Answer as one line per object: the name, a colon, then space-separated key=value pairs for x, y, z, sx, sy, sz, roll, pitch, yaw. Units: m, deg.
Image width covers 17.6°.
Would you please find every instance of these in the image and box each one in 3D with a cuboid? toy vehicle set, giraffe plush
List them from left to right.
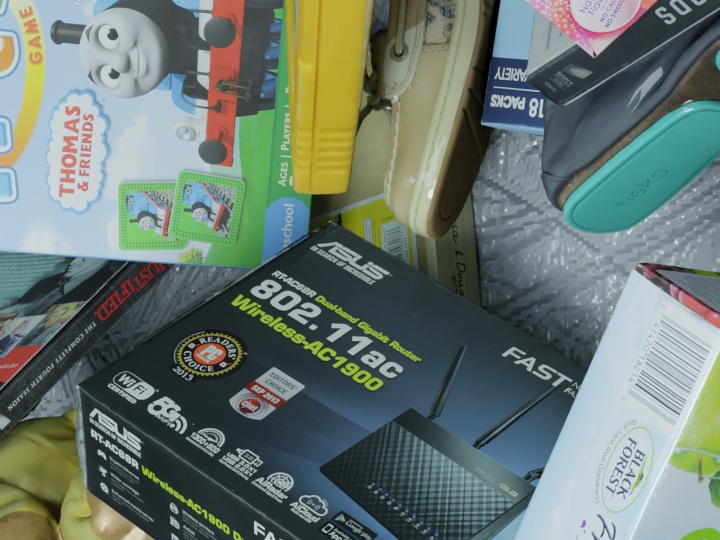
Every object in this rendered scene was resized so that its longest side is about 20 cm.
giraffe plush: x=-0.109 y=0.144 z=1.074 sx=0.200 sy=0.173 sz=0.162 roll=-14 pitch=114 yaw=35
toy vehicle set: x=0.000 y=0.000 z=1.070 sx=0.124 sy=0.026 sz=0.200 roll=-17 pitch=72 yaw=45

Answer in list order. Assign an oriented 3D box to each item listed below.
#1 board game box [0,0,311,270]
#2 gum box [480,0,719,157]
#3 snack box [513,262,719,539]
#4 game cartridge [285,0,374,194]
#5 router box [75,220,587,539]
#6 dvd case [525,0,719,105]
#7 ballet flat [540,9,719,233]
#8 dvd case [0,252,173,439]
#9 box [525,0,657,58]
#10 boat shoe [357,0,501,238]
board game box: x=-0.118 y=-0.081 z=1.043 sx=0.037 sy=0.200 sz=0.151 roll=-147 pitch=61 yaw=-80
gum box: x=0.136 y=-0.147 z=0.933 sx=0.170 sy=0.045 sz=0.200 roll=11 pitch=94 yaw=46
snack box: x=0.119 y=0.102 z=0.842 sx=0.053 sy=0.142 sz=0.200 roll=37 pitch=111 yaw=42
game cartridge: x=-0.015 y=-0.158 z=0.921 sx=0.200 sy=0.032 sz=0.176 roll=99 pitch=170 yaw=-54
router box: x=0.007 y=0.075 z=0.928 sx=0.200 sy=0.150 sz=0.062 roll=31 pitch=138 yaw=31
dvd case: x=0.143 y=-0.160 z=0.831 sx=0.200 sy=0.025 sz=0.150 roll=-32 pitch=35 yaw=40
ballet flat: x=0.137 y=-0.083 z=0.844 sx=0.200 sy=0.073 sz=0.073 roll=-33 pitch=61 yaw=43
dvd case: x=-0.171 y=0.026 z=1.154 sx=0.146 sy=0.200 sz=0.022 roll=-5 pitch=124 yaw=46
box: x=0.074 y=-0.183 z=0.836 sx=0.103 sy=0.095 sz=0.200 roll=-41 pitch=29 yaw=24
boat shoe: x=0.029 y=-0.112 z=1.006 sx=0.063 sy=0.073 sz=0.200 roll=7 pitch=76 yaw=11
